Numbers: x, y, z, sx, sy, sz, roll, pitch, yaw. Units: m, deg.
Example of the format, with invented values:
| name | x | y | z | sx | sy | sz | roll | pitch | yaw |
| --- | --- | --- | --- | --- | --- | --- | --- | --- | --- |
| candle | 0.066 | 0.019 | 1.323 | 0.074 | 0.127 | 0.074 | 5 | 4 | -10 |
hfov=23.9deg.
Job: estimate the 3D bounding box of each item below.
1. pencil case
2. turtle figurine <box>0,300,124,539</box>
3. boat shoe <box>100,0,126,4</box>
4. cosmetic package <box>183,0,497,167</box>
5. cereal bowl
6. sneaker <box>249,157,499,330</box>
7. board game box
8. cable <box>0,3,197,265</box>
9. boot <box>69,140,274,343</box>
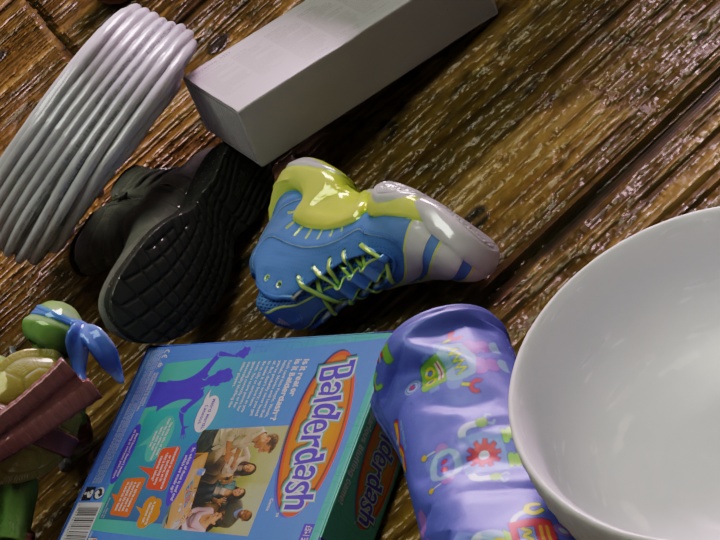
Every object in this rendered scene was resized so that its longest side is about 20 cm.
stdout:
| name | x | y | z | sx | sy | sz | roll | pitch | yaw |
| --- | --- | --- | --- | --- | --- | --- | --- | --- | --- |
| pencil case | 0.058 | 0.104 | 0.848 | 0.087 | 0.078 | 0.200 | -14 | 39 | -3 |
| turtle figurine | -0.240 | 0.113 | 1.046 | 0.200 | 0.144 | 0.194 | 8 | 71 | 21 |
| boat shoe | -0.174 | -0.319 | 1.455 | 0.200 | 0.071 | 0.065 | -47 | 35 | -1 |
| cosmetic package | -0.012 | -0.150 | 1.141 | 0.200 | 0.051 | 0.083 | -34 | 38 | -16 |
| cereal bowl | 0.173 | 0.066 | 0.775 | 0.200 | 0.083 | 0.200 | -16 | 42 | 16 |
| sneaker | 0.000 | 0.000 | 1.017 | 0.200 | 0.076 | 0.105 | 22 | 81 | 56 |
| board game box | -0.069 | 0.112 | 0.978 | 0.200 | 0.045 | 0.152 | -5 | 50 | 39 |
| cable | -0.188 | -0.094 | 1.160 | 0.200 | 0.069 | 0.200 | -51 | 8 | 15 |
| boot | -0.147 | -0.011 | 1.143 | 0.130 | 0.068 | 0.200 | -14 | 30 | 35 |
